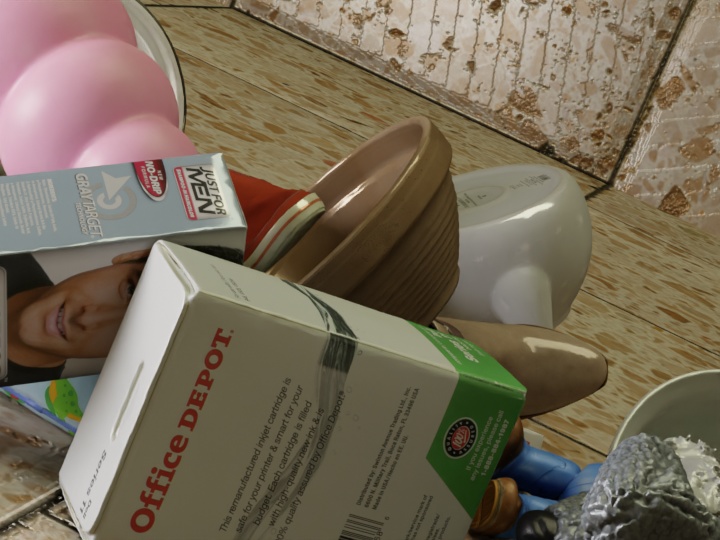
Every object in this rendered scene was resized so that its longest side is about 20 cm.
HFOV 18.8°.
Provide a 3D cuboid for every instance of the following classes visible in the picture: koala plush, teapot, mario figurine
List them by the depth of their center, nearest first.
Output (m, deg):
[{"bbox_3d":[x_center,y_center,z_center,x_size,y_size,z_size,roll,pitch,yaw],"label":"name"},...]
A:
[{"bbox_3d":[0.135,0.172,1.069,0.183,0.178,0.200,33,8,-14],"label":"koala plush"},{"bbox_3d":[0.173,0.142,1.378,0.198,0.125,0.106,16,-6,-16],"label":"mario figurine"},{"bbox_3d":[0.108,0.006,1.814,0.196,0.147,0.200,-3,22,33],"label":"teapot"}]

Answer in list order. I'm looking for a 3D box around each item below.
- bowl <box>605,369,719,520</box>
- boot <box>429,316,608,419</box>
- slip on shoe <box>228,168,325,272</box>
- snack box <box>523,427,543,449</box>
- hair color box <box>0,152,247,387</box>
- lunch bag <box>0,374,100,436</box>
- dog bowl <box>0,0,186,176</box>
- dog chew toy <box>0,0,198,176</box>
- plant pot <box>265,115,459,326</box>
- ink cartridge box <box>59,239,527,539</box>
[{"bbox_3d":[0.213,0.168,1.291,0.200,0.202,0.090,21,-30,-13],"label":"bowl"},{"bbox_3d":[0.066,0.061,1.531,0.198,0.071,0.146,-3,-13,15],"label":"boot"},{"bbox_3d":[-0.082,-0.034,1.432,0.061,0.074,0.200,50,-16,-17],"label":"slip on shoe"},{"bbox_3d":[0.027,0.097,1.482,0.199,0.025,0.072,16,1,-33],"label":"snack box"},{"bbox_3d":[-0.164,0.004,1.142,0.198,0.100,0.061,-8,47,-16],"label":"hair color box"},{"bbox_3d":[-0.132,0.050,1.274,0.199,0.083,0.161,30,10,21],"label":"lunch bag"},{"bbox_3d":[-0.229,-0.115,1.565,0.199,0.202,0.074,20,-6,-17],"label":"dog bowl"},{"bbox_3d":[-0.160,-0.089,1.238,0.200,0.125,0.124,48,22,28],"label":"dog chew toy"},{"bbox_3d":[0.000,0.000,1.420,0.093,0.201,0.201,45,6,-14],"label":"plant pot"},{"bbox_3d":[-0.037,0.087,1.123,0.199,0.148,0.083,19,12,-26],"label":"ink cartridge box"}]
